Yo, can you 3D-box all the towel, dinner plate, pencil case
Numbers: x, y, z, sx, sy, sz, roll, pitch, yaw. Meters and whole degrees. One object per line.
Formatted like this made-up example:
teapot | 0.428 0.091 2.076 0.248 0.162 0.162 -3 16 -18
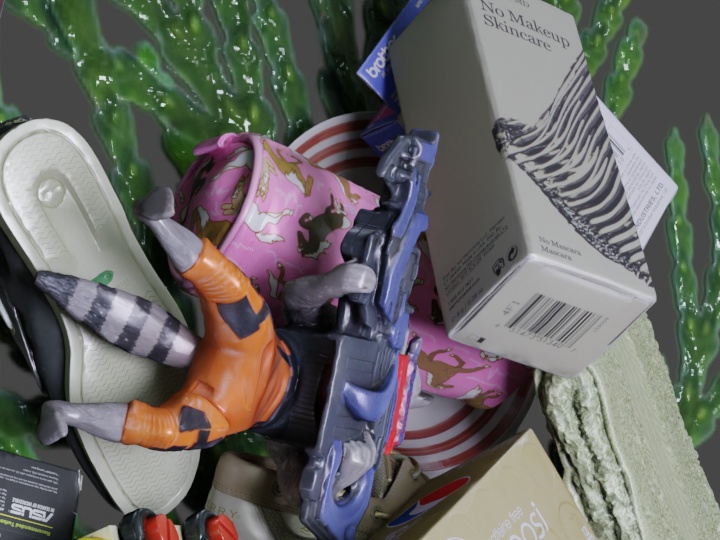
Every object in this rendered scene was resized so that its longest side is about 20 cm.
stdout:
towel | 0.148 0.111 1.107 0.200 0.036 0.148 69 23 -9
dinner plate | 0.018 0.014 1.140 0.200 0.024 0.201 12 69 -35
pencil case | 0.000 0.000 1.066 0.200 0.083 0.087 22 28 -29

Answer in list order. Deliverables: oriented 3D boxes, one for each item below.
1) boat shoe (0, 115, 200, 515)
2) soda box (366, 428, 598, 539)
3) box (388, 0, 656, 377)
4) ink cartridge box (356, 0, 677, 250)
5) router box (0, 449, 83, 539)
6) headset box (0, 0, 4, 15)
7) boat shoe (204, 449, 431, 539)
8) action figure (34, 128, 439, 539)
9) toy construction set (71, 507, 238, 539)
boat shoe | -0.130 0.022 0.999 0.072 0.068 0.200 -30 109 -31
soda box | 0.038 0.141 0.954 0.068 0.064 0.200 59 28 -1
box | 0.076 -0.050 1.048 0.082 0.068 0.200 18 42 -30
ink cartridge box | 0.080 -0.070 1.172 0.200 0.042 0.119 47 55 -19
router box | -0.224 0.137 0.896 0.200 0.062 0.150 20 65 -31
headset box | -0.208 -0.153 0.938 0.077 0.149 0.201 23 65 -31
boat shoe | 0.010 0.119 1.060 0.200 0.072 0.065 5 99 -36
action figure | -0.040 0.019 0.971 0.193 0.104 0.200 24 81 -40
toy construction set | -0.084 0.173 0.917 0.092 0.200 0.131 -22 76 2
